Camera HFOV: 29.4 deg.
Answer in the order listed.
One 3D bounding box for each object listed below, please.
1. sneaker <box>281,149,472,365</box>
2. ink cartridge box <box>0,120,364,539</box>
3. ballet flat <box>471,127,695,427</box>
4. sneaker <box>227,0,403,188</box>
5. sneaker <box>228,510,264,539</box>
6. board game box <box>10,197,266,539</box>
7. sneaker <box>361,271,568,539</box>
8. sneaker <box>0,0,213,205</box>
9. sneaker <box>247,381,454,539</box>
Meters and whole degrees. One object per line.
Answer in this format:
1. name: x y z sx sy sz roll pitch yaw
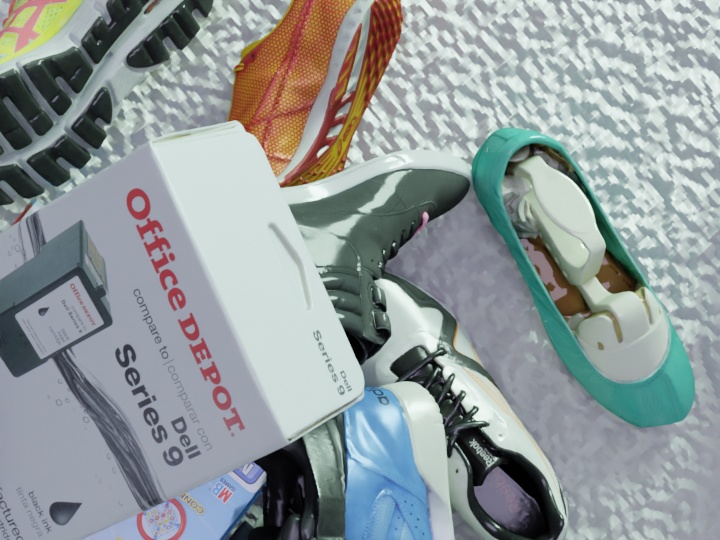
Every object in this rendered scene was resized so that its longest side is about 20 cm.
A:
1. sneaker: 0.000 0.000 0.736 0.198 0.071 0.100 -18 70 -39
2. ink cartridge box: -0.118 0.039 0.656 0.198 0.084 0.148 -27 88 29
3. ballet flat: 0.129 0.007 0.780 0.067 0.070 0.201 -33 90 -5
4. sneaker: -0.045 -0.083 0.786 0.076 0.073 0.202 25 87 26
5. sneaker: -0.053 0.176 0.759 0.198 0.078 0.080 -28 94 -16
6. board game box: -0.163 0.101 0.765 0.199 0.056 0.197 40 86 -1
7. sneaker: 0.053 0.078 0.769 0.074 0.080 0.201 -40 88 -2
8. sneaker: -0.174 -0.117 0.767 0.200 0.079 0.090 -43 48 -14
9. sneaker: -0.001 0.161 0.688 0.110 0.077 0.203 -5 79 -29
